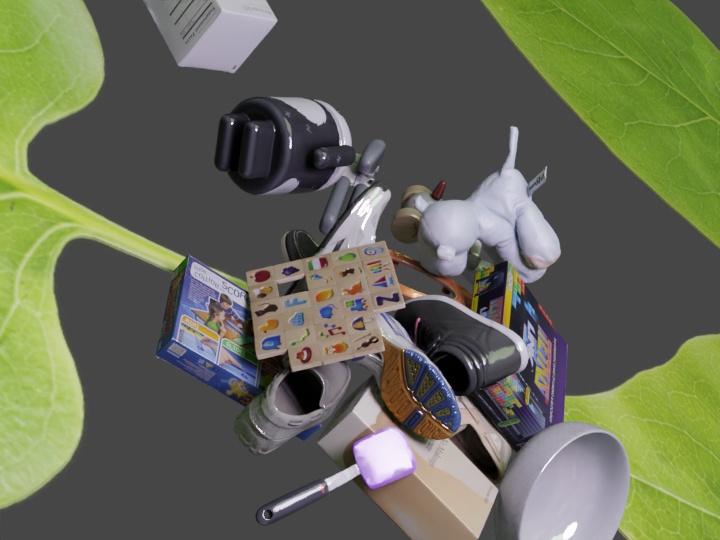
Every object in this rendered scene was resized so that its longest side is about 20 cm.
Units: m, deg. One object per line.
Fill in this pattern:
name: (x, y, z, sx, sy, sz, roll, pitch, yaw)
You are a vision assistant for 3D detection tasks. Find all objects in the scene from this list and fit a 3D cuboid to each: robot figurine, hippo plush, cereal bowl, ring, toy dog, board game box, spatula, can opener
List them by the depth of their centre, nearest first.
spatula: (-0.027, 0.219, 1.330, 0.198, 0.020, 0.057, -20, 85, -36)
board game box: (-0.125, 0.084, 1.403, 0.199, 0.034, 0.136, 34, 34, -23)
cereal bowl: (0.228, 0.269, 1.518, 0.199, 0.203, 0.083, 11, 8, -44)
board game box: (0.199, 0.115, 1.613, 0.166, 0.056, 0.201, 50, 32, -28)
robot figurine: (-0.097, -0.161, 1.624, 0.199, 0.125, 0.151, -8, 60, -53)
ring: (0.061, 0.014, 1.659, 0.198, 0.019, 0.201, 22, 15, -6)
hippo plush: (0.160, -0.046, 1.680, 0.159, 0.201, 0.160, -24, 65, -22)
can opener: (-0.013, -0.114, 1.736, 0.052, 0.067, 0.201, 20, 39, 0)
toy dog: (0.137, -0.059, 1.822, 0.199, 0.096, 0.133, 25, 38, -32)

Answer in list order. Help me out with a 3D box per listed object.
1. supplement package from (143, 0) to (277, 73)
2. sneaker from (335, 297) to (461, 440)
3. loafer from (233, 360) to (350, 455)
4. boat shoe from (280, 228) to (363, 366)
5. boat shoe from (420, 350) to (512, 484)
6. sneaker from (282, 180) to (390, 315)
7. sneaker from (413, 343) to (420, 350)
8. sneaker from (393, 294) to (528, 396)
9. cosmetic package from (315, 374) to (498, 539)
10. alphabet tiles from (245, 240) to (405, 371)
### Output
supplement package: (-0.221, -0.383, 1.734, 0.113, 0.109, 0.201, -3, 57, -51)
sneaker: (0.045, 0.098, 1.424, 0.200, 0.075, 0.088, 48, 21, 6)
loafer: (-0.058, 0.130, 1.335, 0.070, 0.070, 0.200, 47, 30, 3)
boat shoe: (-0.023, 0.021, 1.572, 0.201, 0.063, 0.072, 55, 32, 13)
boat shoe: (0.108, 0.179, 1.554, 0.200, 0.072, 0.065, 46, 30, -12)
sneaker: (0.000, 0.000, 1.515, 0.115, 0.201, 0.076, 36, -6, -3)
sneaker: (0.131, 0.123, 1.646, 0.199, 0.075, 0.082, 30, 44, -26)
sneaker: (0.089, 0.085, 1.487, 0.099, 0.072, 0.199, -21, 29, -39)
cosmetic package: (0.055, 0.221, 1.437, 0.200, 0.071, 0.105, 45, 31, -4)
alphabet tiles: (-0.037, 0.038, 1.382, 0.201, 0.165, 0.008, -105, -177, -56)
